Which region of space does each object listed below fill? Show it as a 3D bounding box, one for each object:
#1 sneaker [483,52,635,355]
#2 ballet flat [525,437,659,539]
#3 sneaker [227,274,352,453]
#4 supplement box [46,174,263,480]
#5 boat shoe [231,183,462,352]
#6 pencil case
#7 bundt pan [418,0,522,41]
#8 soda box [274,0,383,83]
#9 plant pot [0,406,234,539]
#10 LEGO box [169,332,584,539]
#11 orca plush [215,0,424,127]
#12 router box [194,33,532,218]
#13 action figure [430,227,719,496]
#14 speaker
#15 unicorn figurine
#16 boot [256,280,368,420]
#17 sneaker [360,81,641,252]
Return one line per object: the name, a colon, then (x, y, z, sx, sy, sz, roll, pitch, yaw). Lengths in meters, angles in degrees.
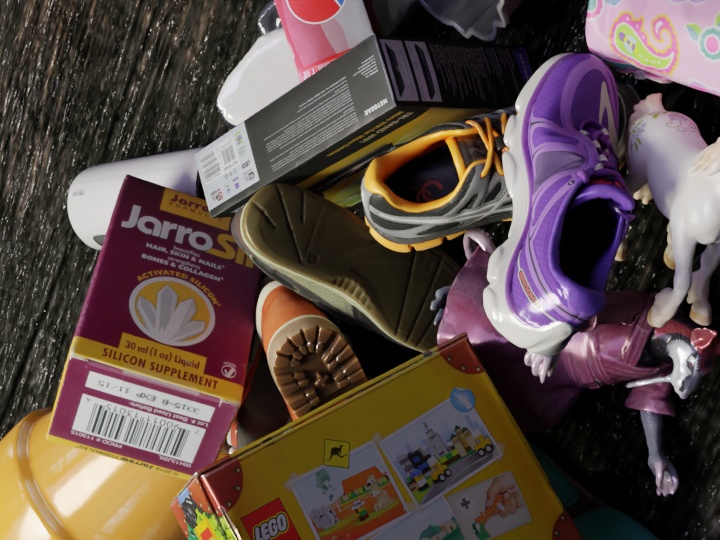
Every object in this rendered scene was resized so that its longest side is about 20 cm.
sneaker: (0.132, -0.046, 0.810, 0.083, 0.080, 0.202, -35, 37, 51)
ballet flat: (0.136, 0.178, 0.909, 0.200, 0.068, 0.072, 38, 134, 44)
sneaker: (-0.048, 0.094, 1.091, 0.081, 0.077, 0.203, 13, 99, 39)
supplement box: (-0.149, 0.043, 1.064, 0.202, 0.129, 0.104, -85, 16, -47)
boat shoe: (-0.001, 0.001, 0.978, 0.066, 0.199, 0.073, -3, 62, 67)
pencil case: (0.220, -0.135, 0.805, 0.199, 0.087, 0.089, 28, 109, 43)
bundt pan: (0.057, -0.256, 0.923, 0.075, 0.203, 0.202, -38, 52, -10)
soda box: (-0.035, -0.220, 0.995, 0.063, 0.070, 0.203, -18, 84, 9)
plant pot: (-0.186, 0.166, 1.164, 0.183, 0.199, 0.201, -44, 58, 18)
LEGO box: (0.011, 0.151, 0.827, 0.150, 0.198, 0.077, 60, 152, 11)
orca plush: (-0.020, -0.176, 1.067, 0.105, 0.071, 0.200, 43, 100, 4)
router box: (0.004, -0.097, 0.975, 0.199, 0.156, 0.053, -26, 76, 43)
action figure: (0.149, 0.050, 0.891, 0.198, 0.135, 0.150, -10, 39, 33)
speaker: (-0.171, -0.063, 1.215, 0.198, 0.080, 0.083, -3, 87, 45)
unicorn figurine: (0.197, -0.040, 0.797, 0.200, 0.073, 0.139, 48, 138, 48)
boot: (-0.021, 0.098, 1.030, 0.107, 0.074, 0.202, 52, 165, 58)
sneaker: (0.090, -0.071, 0.901, 0.198, 0.077, 0.079, -24, 69, 7)
